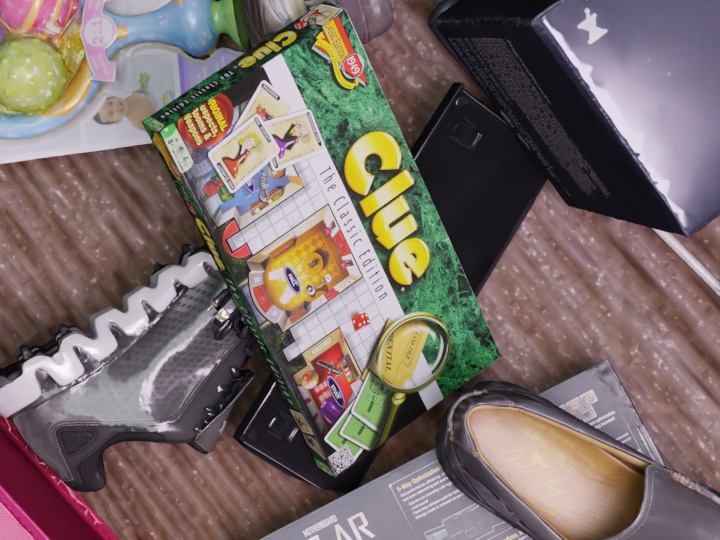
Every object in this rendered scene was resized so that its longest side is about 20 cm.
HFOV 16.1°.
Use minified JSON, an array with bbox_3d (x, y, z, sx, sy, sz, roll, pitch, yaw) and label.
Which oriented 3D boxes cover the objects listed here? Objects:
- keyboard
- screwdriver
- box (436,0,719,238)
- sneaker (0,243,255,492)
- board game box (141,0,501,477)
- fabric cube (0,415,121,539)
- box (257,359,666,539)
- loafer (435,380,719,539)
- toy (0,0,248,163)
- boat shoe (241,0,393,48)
[{"bbox_3d":[0.000,0.000,1.200,0.127,0.021,0.200,35,85,-35],"label":"keyboard"},{"bbox_3d":[0.107,-0.058,1.224,0.028,0.029,0.200,-44,81,0],"label":"screwdriver"},{"bbox_3d":[0.160,-0.121,1.119,0.197,0.200,0.117,-36,100,-5],"label":"box"},{"bbox_3d":[-0.078,0.038,1.218,0.200,0.066,0.091,-32,97,-5],"label":"sneaker"},{"bbox_3d":[-0.013,-0.012,1.163,0.105,0.023,0.200,-37,121,-19],"label":"board game box"},{"bbox_3d":[-0.239,0.141,1.155,0.199,0.200,0.196,-44,81,-2],"label":"fabric cube"},{"bbox_3d":[0.066,0.157,1.198,0.200,0.044,0.160,-28,82,2],"label":"box"},{"bbox_3d":[0.121,0.116,1.138,0.200,0.072,0.073,27,86,7],"label":"loafer"},{"bbox_3d":[-0.154,-0.116,1.245,0.200,0.047,0.115,-6,78,3],"label":"toy"},{"bbox_3d":[-0.033,-0.180,1.221,0.073,0.075,0.200,-11,64,-10],"label":"boat shoe"}]
